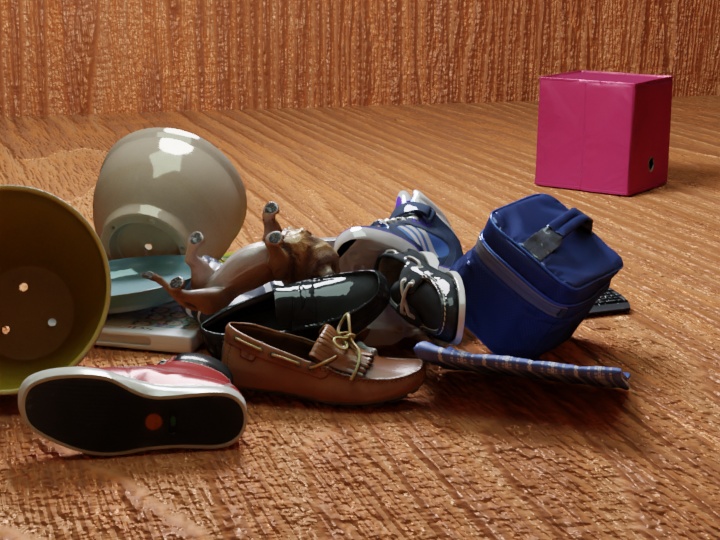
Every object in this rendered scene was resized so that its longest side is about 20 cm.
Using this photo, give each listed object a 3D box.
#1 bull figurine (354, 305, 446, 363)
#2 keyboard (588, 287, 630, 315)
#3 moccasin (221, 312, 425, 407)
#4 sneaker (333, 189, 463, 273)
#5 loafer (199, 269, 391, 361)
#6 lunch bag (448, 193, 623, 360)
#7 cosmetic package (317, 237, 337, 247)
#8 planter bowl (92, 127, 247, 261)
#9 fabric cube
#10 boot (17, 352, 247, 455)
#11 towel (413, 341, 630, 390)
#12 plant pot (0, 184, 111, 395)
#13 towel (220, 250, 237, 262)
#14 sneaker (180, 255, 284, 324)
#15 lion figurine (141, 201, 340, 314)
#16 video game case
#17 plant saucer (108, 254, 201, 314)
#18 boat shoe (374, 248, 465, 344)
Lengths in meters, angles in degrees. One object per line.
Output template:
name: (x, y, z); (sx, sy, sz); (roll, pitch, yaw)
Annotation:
bull figurine: (0.007, 0.059, 1.391); (0.198, 0.066, 0.121); (-8, 20, -24)
keyboard: (0.223, 0.034, 1.587); (0.198, 0.021, 0.127); (-4, 15, -22)
moccasin: (-0.035, 0.084, 1.251); (0.199, 0.079, 0.074); (9, 16, 11)
sneaker: (0.037, -0.040, 1.482); (0.199, 0.081, 0.147); (22, 37, -36)
loafer: (-0.066, 0.044, 1.302); (0.199, 0.071, 0.069); (-20, 50, 11)
lunch bag: (0.195, -0.001, 1.399); (0.136, 0.133, 0.199); (43, 30, 14)
cosmetic package: (0.000, 0.000, 1.577); (0.198, 0.084, 0.051); (-1, 4, -10)
planter bowl: (-0.254, -0.060, 1.638); (0.198, 0.202, 0.135); (3, 38, 9)
fabric cube: (0.453, -0.260, 2.393); (0.198, 0.202, 0.195); (10, 16, 33)
boot: (-0.208, 0.110, 1.172); (0.198, 0.073, 0.144); (6, 12, -15)
towel: (0.160, 0.090, 1.256); (0.198, 0.024, 0.145); (5, -6, 17)
plant pot: (-0.343, 0.032, 1.287); (0.197, 0.203, 0.142); (-1, -12, -7)
towel: (-0.103, -0.004, 1.727); (0.199, 0.018, 0.086); (14, 20, 41)
sneaker: (-0.119, 0.023, 1.457); (0.108, 0.071, 0.199); (30, 28, 22)
lion figurine: (-0.120, 0.002, 1.347); (0.198, 0.123, 0.073); (-17, 58, -2)
video game case: (-0.246, 0.050, 1.493); (0.180, 0.024, 0.200); (4, 14, 12)
plant saucer: (-0.272, 0.017, 1.490); (0.198, 0.028, 0.200); (-6, 14, 1)
boat shoe: (0.058, 0.026, 1.308); (0.060, 0.077, 0.200); (5, 9, -12)
